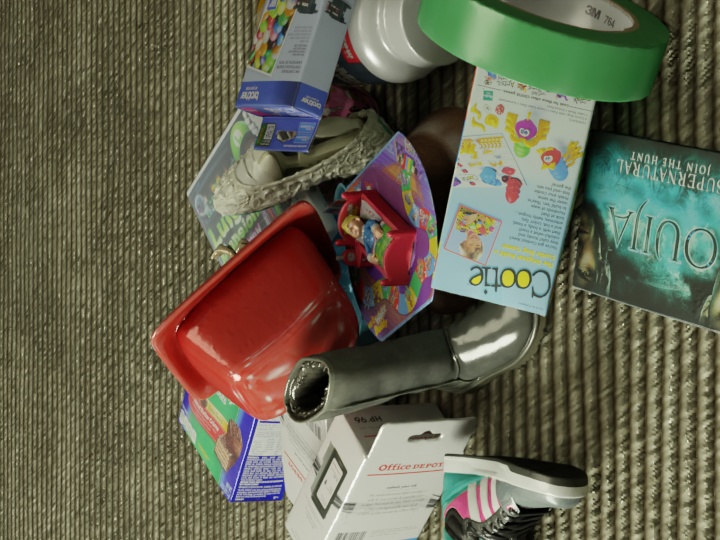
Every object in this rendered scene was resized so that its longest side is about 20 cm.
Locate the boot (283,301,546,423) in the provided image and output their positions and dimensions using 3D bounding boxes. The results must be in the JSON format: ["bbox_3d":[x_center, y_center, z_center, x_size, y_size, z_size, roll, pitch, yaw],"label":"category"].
[{"bbox_3d":[0.048,0.073,1.439,0.182,0.198,0.073,-53,47,44],"label":"boot"}]

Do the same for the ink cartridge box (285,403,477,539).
[{"bbox_3d":[0.019,0.194,1.551,0.068,0.115,0.201,57,134,39],"label":"ink cartridge box"}]

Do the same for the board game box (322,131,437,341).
[{"bbox_3d":[0.010,-0.027,1.473,0.200,0.038,0.160,137,125,-61],"label":"board game box"}]

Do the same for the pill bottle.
[{"bbox_3d":[0.021,-0.241,1.562,0.199,0.118,0.121,7,96,58],"label":"pill bottle"}]

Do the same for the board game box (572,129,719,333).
[{"bbox_3d":[0.247,-0.032,1.280,0.199,0.028,0.137,19,105,57],"label":"board game box"}]

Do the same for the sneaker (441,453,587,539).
[{"bbox_3d":[0.129,0.226,1.414,0.199,0.083,0.123,174,100,-66],"label":"sneaker"}]

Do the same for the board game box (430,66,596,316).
[{"bbox_3d":[0.133,-0.081,1.360,0.103,0.103,0.203,-55,-22,-72],"label":"board game box"}]

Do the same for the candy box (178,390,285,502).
[{"bbox_3d":[-0.128,0.134,1.840,0.169,0.076,0.202,47,127,48],"label":"candy box"}]

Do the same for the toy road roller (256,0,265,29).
[{"bbox_3d":[-0.079,-0.308,1.701,0.123,0.144,0.202,57,135,42],"label":"toy road roller"}]

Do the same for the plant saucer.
[{"bbox_3d":[0.070,-0.058,1.561,0.200,0.036,0.204,-3,86,58],"label":"plant saucer"}]

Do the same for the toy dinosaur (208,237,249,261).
[{"bbox_3d":[-0.104,0.009,1.677,0.101,0.058,0.201,41,140,19],"label":"toy dinosaur"}]

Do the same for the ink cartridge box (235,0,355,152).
[{"bbox_3d":[-0.061,-0.214,1.527,0.119,0.042,0.203,10,86,58],"label":"ink cartridge box"}]

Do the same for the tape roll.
[{"bbox_3d":[0.145,-0.196,1.285,0.200,0.198,0.049,45,127,49],"label":"tape roll"}]

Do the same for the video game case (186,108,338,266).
[{"bbox_3d":[-0.108,-0.064,1.708,0.183,0.023,0.200,63,142,19],"label":"video game case"}]

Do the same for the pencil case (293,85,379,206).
[{"bbox_3d":[-0.049,-0.109,1.708,0.083,0.086,0.201,60,141,28],"label":"pencil case"}]

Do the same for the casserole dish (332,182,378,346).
[{"bbox_3d":[0.000,0.000,1.630,0.201,0.038,0.122,100,156,-49],"label":"casserole dish"}]

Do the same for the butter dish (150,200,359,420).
[{"bbox_3d":[-0.071,0.068,1.522,0.148,0.200,0.200,45,171,23],"label":"butter dish"}]

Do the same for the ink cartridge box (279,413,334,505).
[{"bbox_3d":[-0.032,0.174,1.665,0.116,0.067,0.202,46,145,49],"label":"ink cartridge box"}]

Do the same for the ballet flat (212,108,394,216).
[{"bbox_3d":[-0.062,-0.115,1.592,0.072,0.198,0.073,-18,-90,-80],"label":"ballet flat"}]
